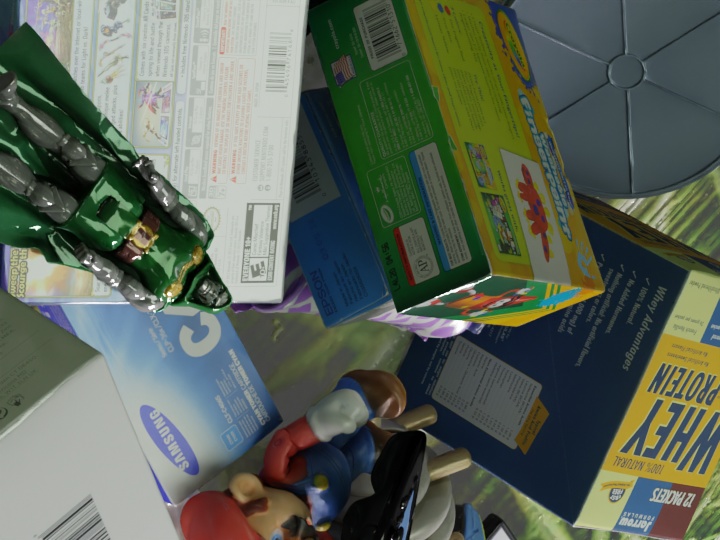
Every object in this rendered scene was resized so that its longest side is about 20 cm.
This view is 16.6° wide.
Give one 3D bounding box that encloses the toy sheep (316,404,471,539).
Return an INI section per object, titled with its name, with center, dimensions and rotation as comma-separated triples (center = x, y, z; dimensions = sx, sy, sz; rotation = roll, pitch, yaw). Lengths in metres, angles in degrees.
[toy sheep]
center = 0.007, 0.164, 1.735
dimensions = 0.138, 0.138, 0.200
rotation = -29, 136, -31

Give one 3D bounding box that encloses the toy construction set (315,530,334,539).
[toy construction set]
center = -0.094, 0.242, 1.674
dimensions = 0.200, 0.092, 0.131
rotation = -32, 114, 5

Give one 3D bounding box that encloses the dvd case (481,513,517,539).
[dvd case]
center = 0.100, 0.299, 1.994
dimensions = 0.143, 0.018, 0.200
rotation = -48, 138, -12

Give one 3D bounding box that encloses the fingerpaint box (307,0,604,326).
[fingerpaint box]
center = 0.060, -0.072, 1.529
dimensions = 0.073, 0.200, 0.167
rotation = -23, 166, 26

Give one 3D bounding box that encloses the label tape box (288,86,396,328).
[label tape box]
center = 0.030, -0.051, 1.615
dimensions = 0.200, 0.063, 0.144
rotation = -14, 79, -53

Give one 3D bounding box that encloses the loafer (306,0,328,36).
[loafer]
center = -0.082, -0.132, 1.528
dimensions = 0.070, 0.068, 0.201
rotation = 28, 96, -17

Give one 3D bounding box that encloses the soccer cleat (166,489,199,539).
[soccer cleat]
center = -0.133, 0.109, 1.617
dimensions = 0.069, 0.078, 0.200
rotation = -2, 95, -31

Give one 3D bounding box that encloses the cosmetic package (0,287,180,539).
[cosmetic package]
center = -0.221, 0.111, 1.421
dimensions = 0.123, 0.200, 0.200
rotation = -40, 136, -25

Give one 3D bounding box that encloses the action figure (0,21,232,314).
[action figure]
center = -0.146, -0.035, 1.406
dimensions = 0.200, 0.055, 0.118
rotation = 39, 81, -31

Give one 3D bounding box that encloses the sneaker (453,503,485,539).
[sneaker]
center = 0.040, 0.264, 1.870
dimensions = 0.200, 0.083, 0.071
rotation = -66, 158, -16

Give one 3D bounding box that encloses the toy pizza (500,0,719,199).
[toy pizza]
center = 0.186, -0.145, 1.733
dimensions = 0.200, 0.032, 0.201
rotation = 1, 116, 3

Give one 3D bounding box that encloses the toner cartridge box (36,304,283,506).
[toner cartridge box]
center = -0.134, 0.038, 1.535
dimensions = 0.095, 0.043, 0.200
rotation = -37, 114, -22

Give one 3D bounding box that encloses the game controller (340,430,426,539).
[game controller]
center = 0.013, 0.187, 1.582
dimensions = 0.104, 0.042, 0.200
rotation = -56, 165, -35

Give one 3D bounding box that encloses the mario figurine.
[mario figurine]
center = -0.027, 0.152, 1.565
dimensions = 0.200, 0.106, 0.124
rotation = -43, 107, -41

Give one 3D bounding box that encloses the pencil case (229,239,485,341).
[pencil case]
center = 0.000, 0.000, 1.674
dimensions = 0.200, 0.084, 0.086
rotation = 13, 127, -47

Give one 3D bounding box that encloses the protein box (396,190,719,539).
[protein box]
center = 0.161, 0.060, 1.774
dimensions = 0.135, 0.200, 0.199
rotation = 14, 103, -48

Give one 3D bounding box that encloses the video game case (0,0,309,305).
[video game case]
center = -0.128, -0.081, 1.456
dimensions = 0.181, 0.045, 0.200
rotation = 0, 102, -26
